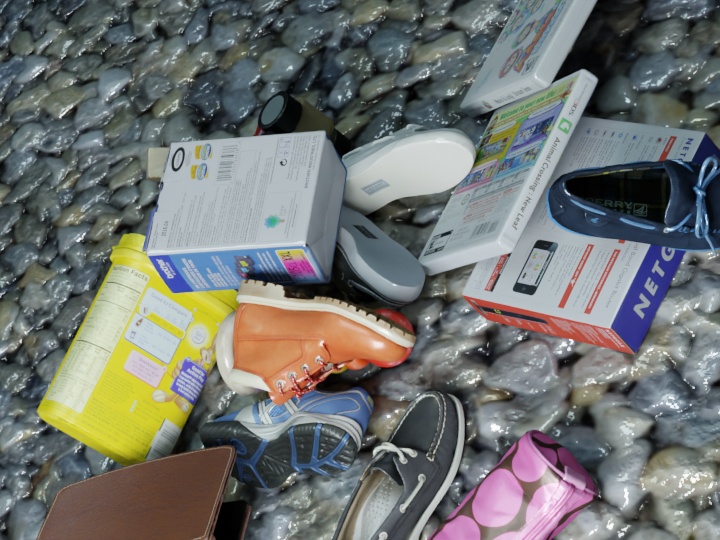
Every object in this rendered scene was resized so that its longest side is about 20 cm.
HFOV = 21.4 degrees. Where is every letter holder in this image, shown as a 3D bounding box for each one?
[{"bbox_3d":[-0.194,0.256,1.771,0.198,0.101,0.143,-16,32,19],"label":"letter holder"}]

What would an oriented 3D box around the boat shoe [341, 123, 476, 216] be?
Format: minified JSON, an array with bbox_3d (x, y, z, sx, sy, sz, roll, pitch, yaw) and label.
[{"bbox_3d":[0.043,-0.110,1.884,0.199,0.072,0.069,-27,36,50],"label":"boat shoe"}]

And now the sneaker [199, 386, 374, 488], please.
[{"bbox_3d":[-0.067,0.153,1.794,0.199,0.076,0.077,-6,34,38],"label":"sneaker"}]

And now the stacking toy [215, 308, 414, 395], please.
[{"bbox_3d":[-0.039,0.071,1.817,0.198,0.085,0.086,-7,55,34],"label":"stacking toy"}]

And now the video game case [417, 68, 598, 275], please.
[{"bbox_3d":[0.133,-0.086,1.758,0.183,0.022,0.200,-62,14,-15],"label":"video game case"}]

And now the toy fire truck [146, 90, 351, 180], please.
[{"bbox_3d":[-0.132,-0.085,2.000,0.199,0.128,0.178,-18,48,47],"label":"toy fire truck"}]

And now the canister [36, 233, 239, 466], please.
[{"bbox_3d":[-0.219,0.086,1.910,0.086,0.148,0.201,-1,59,60],"label":"canister"}]

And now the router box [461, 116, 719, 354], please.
[{"bbox_3d":[0.207,-0.037,1.698,0.179,0.049,0.201,13,69,46],"label":"router box"}]

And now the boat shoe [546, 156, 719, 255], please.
[{"bbox_3d":[0.256,-0.053,1.587,0.198,0.069,0.085,-6,74,-1],"label":"boat shoe"}]

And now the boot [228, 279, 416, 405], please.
[{"bbox_3d":[-0.038,0.076,1.739,0.199,0.075,0.108,8,80,38],"label":"boot"}]

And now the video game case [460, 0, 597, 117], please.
[{"bbox_3d":[0.182,-0.248,1.845,0.201,0.024,0.182,-61,15,-14],"label":"video game case"}]

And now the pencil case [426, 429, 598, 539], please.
[{"bbox_3d":[0.107,0.226,1.556,0.200,0.091,0.094,-50,5,2],"label":"pencil case"}]

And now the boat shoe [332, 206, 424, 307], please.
[{"bbox_3d":[0.000,0.000,1.839,0.200,0.069,0.067,43,122,54],"label":"boat shoe"}]

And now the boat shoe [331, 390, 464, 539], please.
[{"bbox_3d":[0.029,0.189,1.674,0.073,0.060,0.201,9,66,46],"label":"boat shoe"}]

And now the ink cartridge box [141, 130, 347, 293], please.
[{"bbox_3d":[-0.123,-0.055,1.835,0.198,0.077,0.138,-2,56,18],"label":"ink cartridge box"}]
